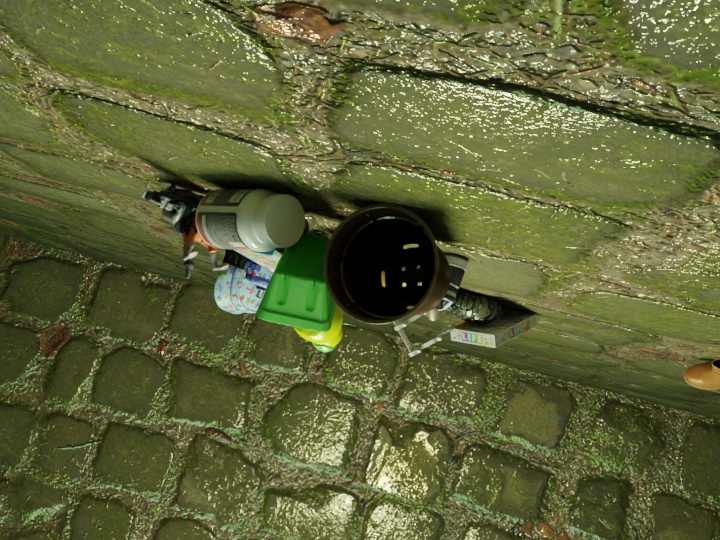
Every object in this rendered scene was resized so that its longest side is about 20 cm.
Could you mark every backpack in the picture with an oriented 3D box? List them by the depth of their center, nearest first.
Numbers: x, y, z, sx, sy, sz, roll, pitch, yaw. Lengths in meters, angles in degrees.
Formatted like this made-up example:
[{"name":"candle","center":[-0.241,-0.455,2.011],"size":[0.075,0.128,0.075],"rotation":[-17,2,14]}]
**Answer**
[{"name":"backpack","center":[-0.282,0.020,1.710],"size":[0.134,0.200,0.183],"rotation":[13,170,28]}]

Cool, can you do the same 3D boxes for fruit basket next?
[{"name":"fruit basket","center":[-0.100,0.056,1.234],"size":[0.155,0.216,0.216],"rotation":[12,170,1]}]

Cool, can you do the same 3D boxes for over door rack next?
[{"name":"over door rack","center":[0.144,0.099,1.544],"size":[0.067,0.148,0.200],"rotation":[-32,175,36]}]

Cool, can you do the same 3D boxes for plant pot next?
[{"name":"plant pot","center":[0.064,0.001,1.175],"size":[0.200,0.201,0.198],"rotation":[11,177,21]}]

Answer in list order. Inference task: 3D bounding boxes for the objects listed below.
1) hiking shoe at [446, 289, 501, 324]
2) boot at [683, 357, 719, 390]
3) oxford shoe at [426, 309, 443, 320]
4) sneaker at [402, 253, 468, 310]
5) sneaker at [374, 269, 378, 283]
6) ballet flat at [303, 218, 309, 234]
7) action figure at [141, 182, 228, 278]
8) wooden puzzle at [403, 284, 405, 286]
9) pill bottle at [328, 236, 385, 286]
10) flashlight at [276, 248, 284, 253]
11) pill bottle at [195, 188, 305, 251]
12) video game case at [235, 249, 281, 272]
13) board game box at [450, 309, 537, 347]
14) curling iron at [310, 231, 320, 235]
[{"name":"hiking shoe","center":[0.251,0.087,1.665],"size":[0.200,0.076,0.101],"rotation":[10,172,30]},{"name":"boot","center":[0.891,0.254,1.641],"size":[0.200,0.077,0.155],"rotation":[2,166,43]},{"name":"oxford shoe","center":[0.167,0.061,1.512],"size":[0.070,0.075,0.200],"rotation":[3,-168,14]},{"name":"sneaker","center":[0.133,0.023,1.389],"size":[0.070,0.109,0.200],"rotation":[23,168,-35]},{"name":"sneaker","center":[0.016,0.005,1.315],"size":[0.074,0.080,0.200],"rotation":[13,132,42]},{"name":"ballet flat","center":[-0.150,-0.095,1.343],"size":[0.062,0.068,0.200],"rotation":[-13,-166,-39]},{"name":"action figure","center":[-0.358,-0.092,1.304],"size":[0.105,0.194,0.200],"rotation":[-40,154,24]},{"name":"wooden puzzle","center":[0.035,0.009,1.638],"size":[0.200,0.046,0.185],"rotation":[15,170,1]},{"name":"pill bottle","center":[0.000,0.000,1.448],"size":[0.112,0.112,0.200],"rotation":[8,168,33]},{"name":"flashlight","center":[-0.191,-0.048,1.625],"size":[0.200,0.068,0.068],"rotation":[26,168,-28]},{"name":"pill bottle","center":[-0.204,-0.093,1.221],"size":[0.200,0.116,0.116],"rotation":[6,167,43]},{"name":"video game case","center":[-0.198,-0.016,1.565],"size":[0.143,0.018,0.200],"rotation":[11,166,35]},{"name":"board game box","center":[0.346,0.146,1.706],"size":[0.134,0.034,0.200],"rotation":[5,-164,44]},{"name":"curling iron","center":[-0.052,-0.029,1.500],"size":[0.026,0.050,0.200],"rotation":[-26,140,23]}]
